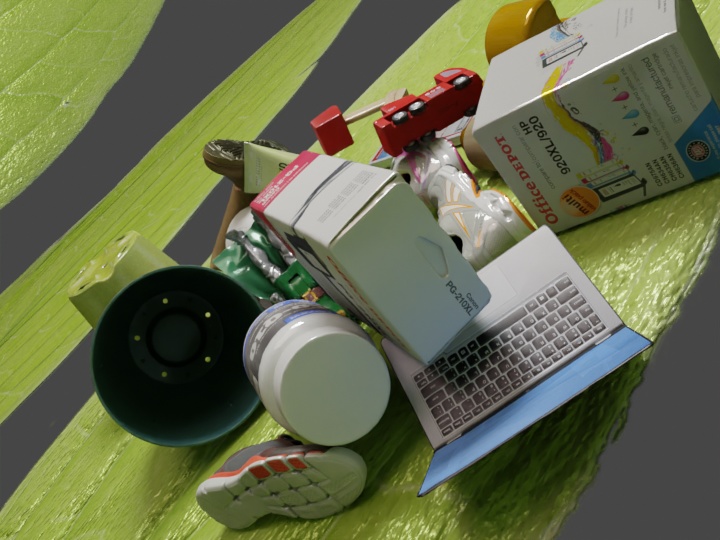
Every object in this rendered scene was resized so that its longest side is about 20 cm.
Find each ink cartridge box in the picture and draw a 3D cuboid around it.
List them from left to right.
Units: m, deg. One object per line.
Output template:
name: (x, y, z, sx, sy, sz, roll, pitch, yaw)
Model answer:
ink cartridge box: (0.002, -0.019, 0.700, 0.084, 0.145, 0.200, -45, 27, -9)
ink cartridge box: (0.234, -0.156, 0.759, 0.199, 0.147, 0.145, -22, 31, 35)

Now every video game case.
video game case: (0.113, -0.220, 1.188, 0.199, 0.017, 0.143, -10, 39, 47)

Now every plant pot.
plant pot: (-0.309, 0.051, 1.136, 0.200, 0.184, 0.201, -32, 26, 18)
plant pot: (-0.213, 0.090, 0.942, 0.201, 0.201, 0.161, -44, 14, -9)

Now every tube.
tube: (-0.060, -0.121, 1.061, 0.052, 0.199, 0.058, 59, -138, -83)

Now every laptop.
laptop: (0.103, 0.057, 0.619, 0.187, 0.116, 0.200, -35, 50, 9)

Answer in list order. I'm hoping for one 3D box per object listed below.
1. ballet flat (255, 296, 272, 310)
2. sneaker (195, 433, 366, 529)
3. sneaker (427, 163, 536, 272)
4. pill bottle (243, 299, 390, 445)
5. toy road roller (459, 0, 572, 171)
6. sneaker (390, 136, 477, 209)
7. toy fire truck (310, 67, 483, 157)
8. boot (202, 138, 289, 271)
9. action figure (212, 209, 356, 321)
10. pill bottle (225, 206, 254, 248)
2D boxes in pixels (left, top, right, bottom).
ballet flat: (-0.125, 0.042, 1.061, 0.200, 0.046, 0.068, -1, 78, 52)
sneaker: (-0.072, 0.178, 0.731, 0.199, 0.077, 0.082, -20, 25, 35)
sneaker: (0.105, -0.052, 0.862, 0.092, 0.076, 0.200, -45, 24, 0)
pill bottle: (-0.044, 0.091, 0.740, 0.114, 0.114, 0.200, -44, 12, -9)
toy road roller: (0.192, -0.225, 0.933, 0.200, 0.146, 0.123, -47, 25, -13)
sneaker: (0.073, -0.139, 1.035, 0.088, 0.081, 0.200, -37, 24, 3)
toy fire truck: (0.048, -0.203, 1.018, 0.199, 0.049, 0.141, -31, 33, -8)
boot: (-0.183, -0.086, 1.154, 0.175, 0.066, 0.201, -13, -50, -56)
action figure: (-0.067, 0.016, 0.886, 0.118, 0.200, 0.055, -45, -16, 4)
pill bottle: (-0.086, -0.041, 1.058, 0.200, 0.114, 0.115, -4, 43, 53)
